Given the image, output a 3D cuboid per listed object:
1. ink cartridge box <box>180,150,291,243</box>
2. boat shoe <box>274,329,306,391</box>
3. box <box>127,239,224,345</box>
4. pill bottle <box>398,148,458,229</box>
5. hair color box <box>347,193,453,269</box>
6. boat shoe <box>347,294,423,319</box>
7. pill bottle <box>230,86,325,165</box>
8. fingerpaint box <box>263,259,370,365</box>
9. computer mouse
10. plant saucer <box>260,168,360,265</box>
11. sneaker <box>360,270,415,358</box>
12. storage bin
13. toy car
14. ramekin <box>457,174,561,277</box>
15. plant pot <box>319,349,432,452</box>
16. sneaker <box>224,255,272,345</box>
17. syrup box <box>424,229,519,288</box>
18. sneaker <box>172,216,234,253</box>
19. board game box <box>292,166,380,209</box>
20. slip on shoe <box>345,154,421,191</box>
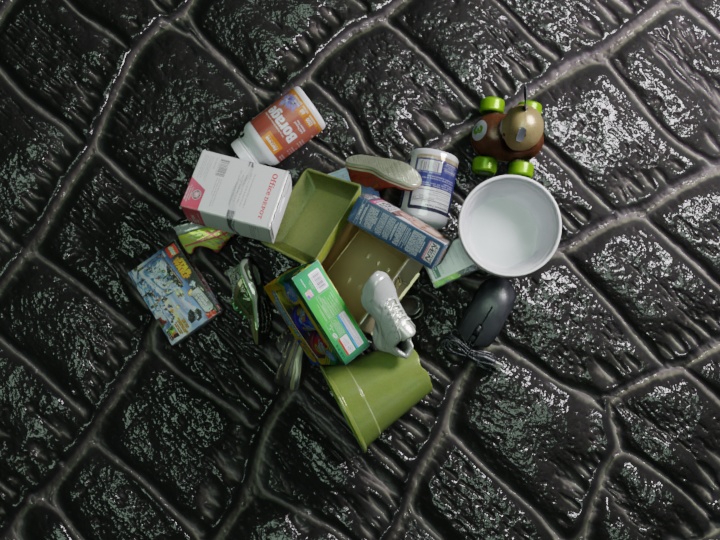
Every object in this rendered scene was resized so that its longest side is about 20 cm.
[{"bbox_3d":[-0.261,-0.158,1.319,0.199,0.085,0.147,14,68,4],"label":"ink cartridge box"},{"bbox_3d":[-0.152,0.164,1.354,0.073,0.074,0.201,9,85,6],"label":"boat shoe"},{"bbox_3d":[-0.422,0.050,1.407,0.137,0.040,0.201,-34,83,3],"label":"box"},{"bbox_3d":[0.141,-0.153,1.330,0.110,0.111,0.201,11,87,7],"label":"pill bottle"},{"bbox_3d":[0.082,-0.082,1.239,0.199,0.100,0.061,31,107,11],"label":"hair color box"},{"bbox_3d":[0.038,0.089,1.345,0.199,0.068,0.072,-10,86,6],"label":"boat shoe"},{"bbox_3d":[-0.187,-0.309,1.375,0.200,0.112,0.112,-37,83,2],"label":"pill bottle"},{"bbox_3d":[-0.093,0.091,1.240,0.073,0.167,0.201,-36,100,-27],"label":"fingerpaint box"},{"bbox_3d":[0.273,0.108,1.325,0.138,0.053,0.201,25,88,8],"label":"computer mouse"},{"bbox_3d":[-0.099,-0.108,1.320,0.199,0.048,0.201,25,80,45],"label":"plant saucer"},{"bbox_3d":[0.066,0.088,1.187,0.078,0.201,0.099,-38,40,-25],"label":"sneaker"},{"bbox_3d":[0.000,0.000,1.307,0.200,0.094,0.199,38,91,30],"label":"storage bin"},{"bbox_3d":[0.315,-0.297,1.278,0.157,0.200,0.166,8,86,6],"label":"toy car"},{"bbox_3d":[0.292,-0.083,1.232,0.199,0.105,0.202,0,85,4],"label":"ramekin"},{"bbox_3d":[0.042,0.243,1.284,0.189,0.200,0.201,-28,83,-8],"label":"plant pot"},{"bbox_3d":[-0.257,0.074,1.382,0.088,0.077,0.201,-16,79,17],"label":"sneaker"},{"bbox_3d":[0.235,-0.036,1.326,0.199,0.081,0.079,-24,84,5],"label":"syrup box"},{"bbox_3d":[-0.318,-0.089,1.398,0.199,0.078,0.091,-11,110,0],"label":"sneaker"},{"bbox_3d":[-0.061,-0.171,1.398,0.199,0.019,0.104,-19,82,4],"label":"board game box"},{"bbox_3d":[0.050,-0.200,1.316,0.199,0.074,0.062,20,132,37],"label":"slip on shoe"}]
